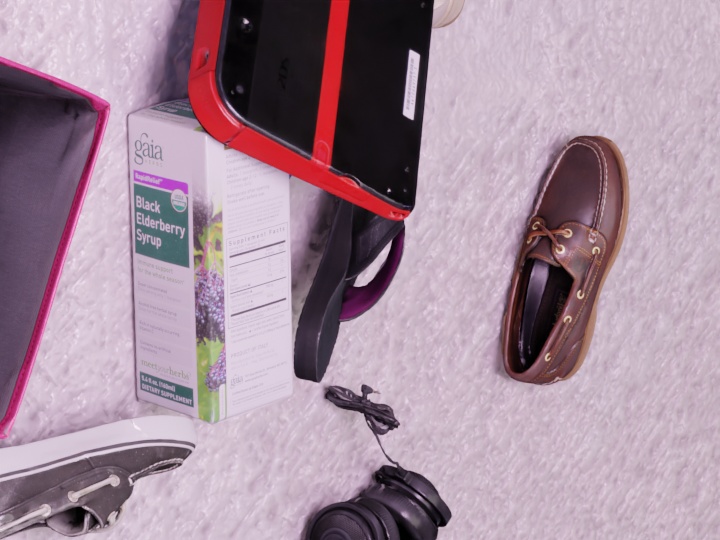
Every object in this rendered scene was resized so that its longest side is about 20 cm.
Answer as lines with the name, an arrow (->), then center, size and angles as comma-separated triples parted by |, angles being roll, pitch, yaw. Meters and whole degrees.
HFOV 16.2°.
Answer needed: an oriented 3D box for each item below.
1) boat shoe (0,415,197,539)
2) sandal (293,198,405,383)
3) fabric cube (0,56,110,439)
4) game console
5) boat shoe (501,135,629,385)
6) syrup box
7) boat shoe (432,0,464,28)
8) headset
boat shoe -> -0.185, 0.140, 1.627 | 0.199, 0.071, 0.064 | -11, 76, -39
sandal -> 0.000, 0.001, 1.778 | 0.075, 0.048, 0.201 | 89, 15, -48
fabric cube -> -0.292, -0.040, 1.370 | 0.200, 0.199, 0.197 | 21, 86, -49
game console -> -0.029, -0.148, 1.676 | 0.177, 0.031, 0.201 | 27, 55, -31
boat shoe -> 0.157, -0.007, 1.979 | 0.070, 0.070, 0.201 | 2, 99, -53
syrup box -> -0.099, -0.009, 1.685 | 0.081, 0.079, 0.201 | -18, 114, -44
boat shoe -> 0.041, -0.264, 1.774 | 0.069, 0.074, 0.201 | -21, 116, -50
headset -> 0.004, 0.181, 1.879 | 0.123, 0.094, 0.201 | -32, 138, -43
